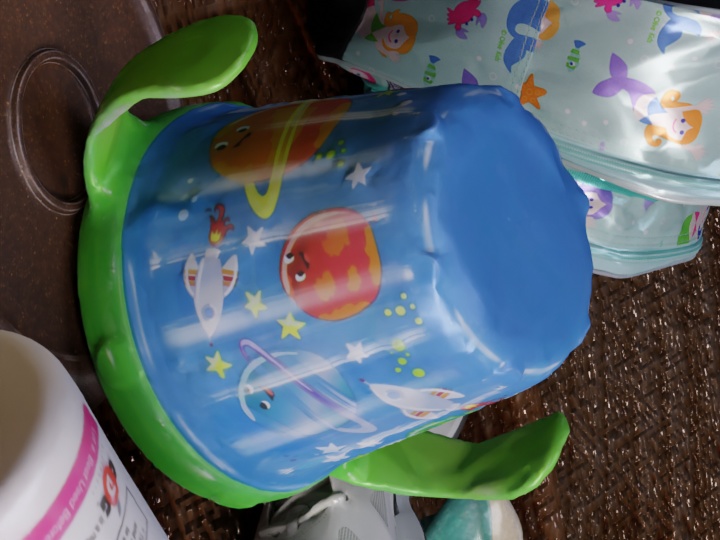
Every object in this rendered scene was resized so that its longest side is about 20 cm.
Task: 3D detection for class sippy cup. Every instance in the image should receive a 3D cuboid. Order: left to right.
[{"bbox_3d":[0.000,0.000,0.954,0.177,0.130,0.140,12,70,-50],"label":"sippy cup"}]

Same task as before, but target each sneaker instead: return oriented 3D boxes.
[{"bbox_3d":[-0.026,0.058,1.064,0.116,0.075,0.201,58,28,-24],"label":"sneaker"}]

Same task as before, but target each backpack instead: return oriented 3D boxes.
[{"bbox_3d":[0.097,-0.081,1.177,0.177,0.199,0.151,-13,115,-63],"label":"backpack"}]

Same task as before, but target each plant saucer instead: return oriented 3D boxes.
[{"bbox_3d":[-0.109,-0.043,0.956,0.200,0.034,0.201,23,63,-59],"label":"plant saucer"}]

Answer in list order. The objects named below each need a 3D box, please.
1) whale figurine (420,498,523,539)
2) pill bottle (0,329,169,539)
[{"bbox_3d":[0.035,0.183,1.102,0.103,0.159,0.201,-5,74,-18],"label":"whale figurine"},{"bbox_3d":[-0.093,0.125,0.861,0.201,0.113,0.114,62,35,-33],"label":"pill bottle"}]
